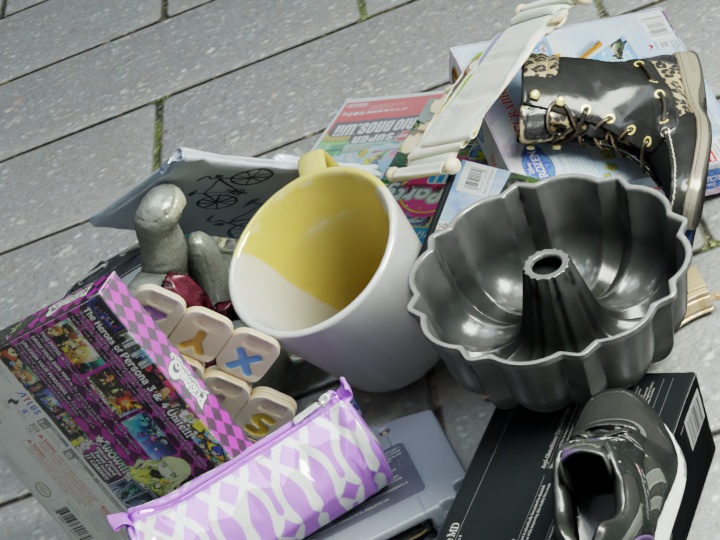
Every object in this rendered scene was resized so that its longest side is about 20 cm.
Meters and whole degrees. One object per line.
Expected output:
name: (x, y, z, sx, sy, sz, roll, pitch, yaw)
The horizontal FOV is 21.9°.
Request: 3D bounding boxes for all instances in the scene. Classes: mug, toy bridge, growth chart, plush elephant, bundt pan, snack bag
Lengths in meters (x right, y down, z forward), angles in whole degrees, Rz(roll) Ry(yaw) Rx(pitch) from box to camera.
mug: (0.005, 0.005, 1.470, 0.149, 0.153, 0.187, 3, 63, 37)
toy bridge: (0.182, 0.054, 1.424, 0.199, 0.027, 0.067, -21, 33, 6)
growth chart: (0.099, -0.149, 1.514, 0.200, 0.018, 0.145, -53, 17, -6)
plush elephant: (-0.127, 0.061, 1.526, 0.154, 0.200, 0.165, 21, 63, 22)
bundt pan: (0.138, 0.023, 1.295, 0.201, 0.076, 0.202, -13, 38, 10)
snack bag: (-0.113, -0.064, 1.592, 0.199, 0.021, 0.188, 4, -18, -33)

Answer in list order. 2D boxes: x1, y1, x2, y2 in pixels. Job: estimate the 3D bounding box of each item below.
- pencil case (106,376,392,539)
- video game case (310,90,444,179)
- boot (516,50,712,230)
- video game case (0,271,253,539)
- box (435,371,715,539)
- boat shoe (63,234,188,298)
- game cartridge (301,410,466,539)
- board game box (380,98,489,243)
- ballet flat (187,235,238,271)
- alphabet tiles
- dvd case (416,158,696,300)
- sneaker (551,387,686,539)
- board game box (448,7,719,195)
pencil case: (-0.072, 0.160, 1.322, 0.200, 0.086, 0.084, -32, 32, -10)
video game case: (0.008, -0.110, 1.807, 0.143, 0.017, 0.200, -2, 38, 32)
boot: (0.200, -0.109, 1.477, 0.150, 0.073, 0.200, 4, 45, 2)
video game case: (-0.194, 0.115, 1.392, 0.181, 0.200, 0.036, -26, 22, 31)
box: (0.143, 0.160, 1.241, 0.141, 0.079, 0.200, 0, 39, 28)
boat shoe: (-0.224, 0.023, 1.668, 0.200, 0.072, 0.068, -31, 39, 38)
game cartridge: (-0.018, 0.180, 1.367, 0.199, 0.041, 0.133, -26, 34, -2)
board game box: (0.095, -0.066, 1.615, 0.147, 0.064, 0.200, 2, 45, 31)
ballet flat: (-0.136, -0.014, 1.723, 0.072, 0.072, 0.200, -19, 33, 10)
alphabet tiles: (-0.154, 0.094, 1.425, 0.196, 0.200, 0.015, -50, 22, 38)
dvd case: (0.151, -0.016, 1.424, 0.199, 0.018, 0.143, 15, 43, 7)
sneaker: (0.154, 0.124, 1.134, 0.075, 0.088, 0.200, -13, 34, 16)
board game box: (0.198, -0.130, 1.574, 0.199, 0.041, 0.200, -11, 48, -10)
